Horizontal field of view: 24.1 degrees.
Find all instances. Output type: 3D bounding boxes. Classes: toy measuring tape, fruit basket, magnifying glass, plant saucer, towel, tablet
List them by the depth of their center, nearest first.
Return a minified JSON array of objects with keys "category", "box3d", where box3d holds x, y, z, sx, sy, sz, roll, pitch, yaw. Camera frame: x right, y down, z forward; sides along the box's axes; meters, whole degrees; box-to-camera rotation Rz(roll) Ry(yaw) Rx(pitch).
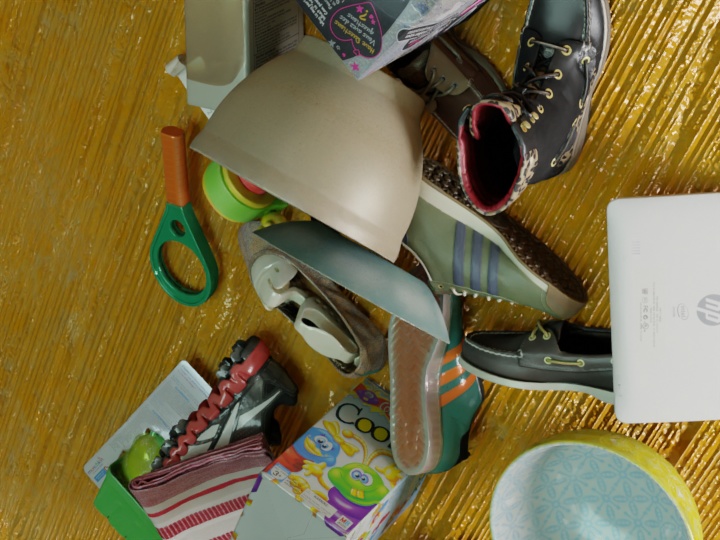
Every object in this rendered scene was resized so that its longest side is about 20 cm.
[{"category":"tablet","box3d":[0.277,0.033,1.425,0.129,0.014,0.202,-3,108,6]},{"category":"plant saucer","box3d":[0.000,0.000,1.481,0.200,0.201,0.039,30,91,17]},{"category":"toy measuring tape","box3d":[-0.138,-0.114,1.619,0.073,0.073,0.201,-33,92,37]},{"category":"magnifying glass","box3d":[-0.181,-0.052,1.690,0.079,0.022,0.201,19,130,28]},{"category":"towel","box3d":[-0.136,0.250,1.714,0.143,0.023,0.201,-19,138,2]},{"category":"fruit basket","box3d":[-0.183,0.221,1.805,0.185,0.094,0.200,46,112,5]}]

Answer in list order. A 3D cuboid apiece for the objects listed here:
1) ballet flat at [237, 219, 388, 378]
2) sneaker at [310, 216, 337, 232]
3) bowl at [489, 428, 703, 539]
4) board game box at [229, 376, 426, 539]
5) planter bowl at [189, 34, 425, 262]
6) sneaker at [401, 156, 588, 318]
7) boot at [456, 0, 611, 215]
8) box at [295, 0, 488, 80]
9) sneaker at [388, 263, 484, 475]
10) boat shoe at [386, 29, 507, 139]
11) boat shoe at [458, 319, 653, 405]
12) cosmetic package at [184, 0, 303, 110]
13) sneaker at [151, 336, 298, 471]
[{"category":"ballet flat","box3d":[-0.055,0.029,1.634,0.200,0.067,0.068,41,126,10]},{"category":"sneaker","box3d":[-0.046,-0.086,1.569,0.198,0.077,0.112,14,109,19]},{"category":"bowl","box3d":[0.226,0.221,1.522,0.199,0.108,0.202,13,118,26]},{"category":"board game box","box3d":[-0.020,0.208,1.609,0.103,0.200,0.105,34,126,14]},{"category":"planter bowl","box3d":[-0.027,-0.114,1.424,0.199,0.200,0.136,29,91,18]},{"category":"sneaker","box3d":[0.102,-0.008,1.505,0.200,0.067,0.090,39,117,1]},{"category":"boot","box3d":[0.140,-0.150,1.378,0.073,0.150,0.202,20,121,22]},{"category":"box","box3d":[0.040,-0.257,1.362,0.132,0.200,0.115,52,129,1]},{"category":"sneaker","box3d":[0.075,0.090,1.588,0.071,0.079,0.202,10,98,47]},{"category":"boat shoe","box3d":[0.060,-0.174,1.467,0.076,0.072,0.201,-38,89,38]},{"category":"boat shoe","box3d":[0.184,0.073,1.506,0.199,0.072,0.061,8,115,20]},{"category":"cosmetic package","box3d":[-0.105,-0.251,1.516,0.071,0.105,0.202,14,116,26]},{"category":"sneaker","box3d":[-0.137,0.168,1.707,0.098,0.071,0.201,37,98,-6]}]
